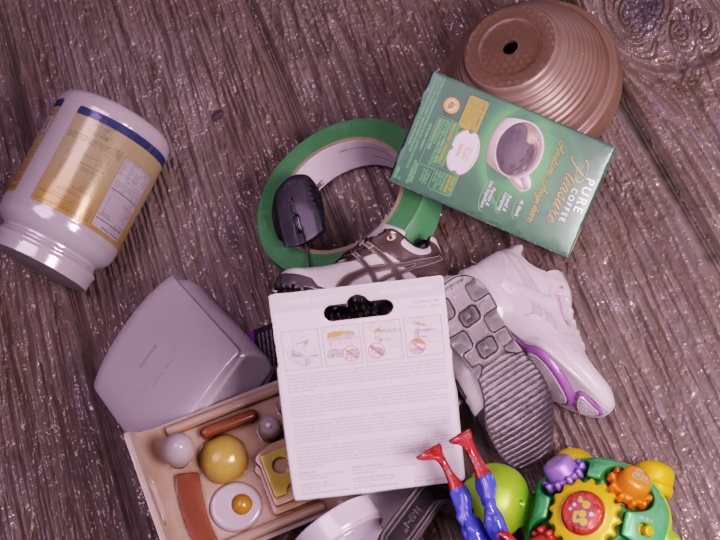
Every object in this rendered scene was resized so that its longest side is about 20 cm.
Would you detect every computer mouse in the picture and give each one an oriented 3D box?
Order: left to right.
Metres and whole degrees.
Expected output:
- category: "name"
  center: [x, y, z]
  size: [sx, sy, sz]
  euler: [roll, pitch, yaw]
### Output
- category: "computer mouse"
  center: [-0.060, -0.023, 1.375]
  size: [0.058, 0.034, 0.201]
  euler: [-21, 52, 13]

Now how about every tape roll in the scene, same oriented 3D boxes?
- category: "tape roll"
  center: [-0.012, -0.069, 1.434]
  size: [0.200, 0.048, 0.201]
  euler: [-14, 53, 19]

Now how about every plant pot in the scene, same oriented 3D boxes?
- category: "plant pot"
  center: [0.168, -0.212, 1.411]
  size: [0.200, 0.093, 0.202]
  euler: [-10, 63, 20]

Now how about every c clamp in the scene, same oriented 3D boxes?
- category: "c clamp"
  center: [0.087, 0.277, 1.194]
  size: [0.171, 0.200, 0.027]
  euler: [41, 120, -1]

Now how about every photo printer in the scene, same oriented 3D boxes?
- category: "photo printer"
  center: [-0.195, 0.106, 1.416]
  size: [0.167, 0.069, 0.200]
  euler: [-53, 43, 5]

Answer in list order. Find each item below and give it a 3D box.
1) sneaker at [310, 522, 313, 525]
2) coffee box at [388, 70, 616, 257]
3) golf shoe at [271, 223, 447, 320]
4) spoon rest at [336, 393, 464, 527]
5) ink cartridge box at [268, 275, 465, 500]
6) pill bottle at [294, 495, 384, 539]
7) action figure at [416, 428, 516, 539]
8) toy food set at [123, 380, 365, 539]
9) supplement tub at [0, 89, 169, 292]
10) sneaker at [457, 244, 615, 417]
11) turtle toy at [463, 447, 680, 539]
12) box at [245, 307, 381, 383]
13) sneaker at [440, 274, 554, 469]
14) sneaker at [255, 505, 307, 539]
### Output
- category: "sneaker"
  center: [-0.049, 0.349, 1.276]
  size: [0.115, 0.074, 0.201]
  euler: [26, 79, 19]
- category: "coffee box"
  center: [0.141, -0.106, 1.344]
  size: [0.199, 0.044, 0.123]
  euler: [22, 93, 4]
- category: "golf shoe"
  center: [0.000, 0.000, 1.310]
  size: [0.078, 0.199, 0.095]
  euler: [-17, 72, 52]
- category: "spoon rest"
  center: [0.050, 0.187, 1.302]
  size: [0.099, 0.061, 0.200]
  euler: [31, 81, 31]
- category: "ink cartridge box"
  center: [0.007, 0.104, 1.223]
  size: [0.162, 0.057, 0.201]
  euler: [-7, 101, 1]
- category: "pill bottle"
  center: [0.025, 0.310, 1.209]
  size: [0.113, 0.113, 0.200]
  euler: [-36, 69, 5]
- category: "action figure"
  center: [0.114, 0.241, 1.161]
  size: [0.065, 0.052, 0.201]
  euler: [-32, 83, 31]
- category: "toy food set"
  center: [-0.110, 0.186, 1.285]
  size: [0.199, 0.060, 0.144]
  euler: [-20, 74, -10]
- category: "supplement tub"
  center: [-0.324, -0.091, 1.542]
  size: [0.144, 0.144, 0.201]
  euler: [20, 76, 29]
- category: "sneaker"
  center: [0.185, 0.052, 1.295]
  size: [0.099, 0.075, 0.200]
  euler: [-33, 67, -20]
- category: "turtle toy"
  center: [0.187, 0.223, 1.201]
  size: [0.199, 0.101, 0.146]
  euler: [6, 70, 26]
- category: "box"
  center: [-0.038, 0.105, 1.384]
  size: [0.199, 0.036, 0.143]
  euler: [-21, 53, 16]
- category: "sneaker"
  center: [0.119, 0.092, 1.274]
  size: [0.074, 0.088, 0.201]
  euler: [-26, 98, -13]
- category: "sneaker"
  center: [-0.134, 0.295, 1.335]
  size: [0.087, 0.076, 0.200]
  euler: [23, 69, 36]
